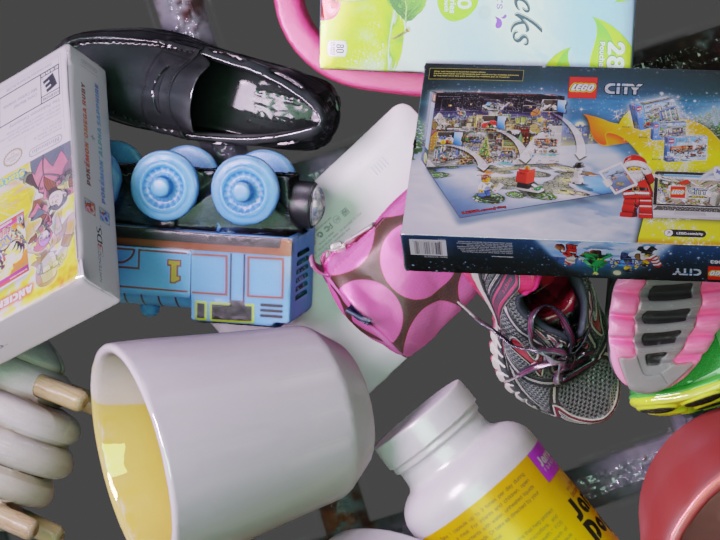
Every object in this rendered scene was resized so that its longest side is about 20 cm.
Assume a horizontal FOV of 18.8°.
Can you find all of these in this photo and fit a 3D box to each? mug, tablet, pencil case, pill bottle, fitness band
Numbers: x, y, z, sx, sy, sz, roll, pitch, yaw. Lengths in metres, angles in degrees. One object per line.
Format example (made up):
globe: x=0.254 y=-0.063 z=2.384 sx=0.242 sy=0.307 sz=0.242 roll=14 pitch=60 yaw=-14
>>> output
mug: x=-0.083 y=0.104 z=1.399 sx=0.152 sy=0.186 sz=0.150 roll=-14 pitch=91 yaw=-22
tablet: x=0.000 y=0.000 z=1.465 sx=0.200 sy=0.014 sz=0.130 roll=-43 pitch=90 yaw=8
pencil case: x=0.064 y=-0.038 z=1.404 sx=0.200 sy=0.091 sz=0.094 roll=-44 pitch=99 yaw=-2
pill bottle: x=0.099 y=0.171 z=1.424 sx=0.104 sy=0.104 sz=0.200 roll=-39 pitch=91 yaw=8
fitness band: x=0.041 y=-0.187 z=1.432 sx=0.199 sy=0.037 sz=0.145 roll=6 pitch=96 yaw=6

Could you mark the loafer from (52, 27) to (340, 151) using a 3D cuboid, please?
loafer: x=-0.111 y=-0.121 z=1.436 sx=0.199 sy=0.070 sz=0.068 roll=12 pitch=96 yaw=5

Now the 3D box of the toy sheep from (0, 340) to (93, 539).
toy sheep: x=-0.244 y=0.104 z=1.444 sx=0.137 sy=0.138 sz=0.201 roll=22 pitch=82 yaw=3

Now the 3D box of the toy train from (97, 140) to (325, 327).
toy train: x=-0.122 y=-0.024 z=1.434 sx=0.199 sy=0.087 sz=0.115 roll=4 pitch=97 yaw=10

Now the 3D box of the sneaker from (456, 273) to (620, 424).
sneaker: x=0.120 y=0.039 z=1.385 sx=0.081 sy=0.075 sz=0.200 roll=-38 pitch=134 yaw=-4

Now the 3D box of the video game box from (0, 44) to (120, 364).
video game box: x=-0.243 y=-0.024 z=1.395 sx=0.199 sy=0.047 sz=0.183 roll=-26 pitch=51 yaw=26

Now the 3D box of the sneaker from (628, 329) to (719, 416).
sneaker: x=0.256 y=0.026 z=1.420 sx=0.200 sy=0.074 sz=0.084 roll=-35 pitch=74 yaw=5

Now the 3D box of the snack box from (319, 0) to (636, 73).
snack box: x=0.076 y=-0.208 z=1.375 sx=0.199 sy=0.068 sz=0.170 roll=2 pitch=97 yaw=4

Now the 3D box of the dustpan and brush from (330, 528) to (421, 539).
dustpan and brush: x=-0.021 y=0.217 z=1.455 sx=0.199 sy=0.057 sz=0.140 roll=19 pitch=140 yaw=34

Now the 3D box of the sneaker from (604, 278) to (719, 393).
sneaker: x=0.188 y=-0.021 z=1.403 sx=0.079 sy=0.095 sz=0.201 roll=8 pitch=86 yaw=-14

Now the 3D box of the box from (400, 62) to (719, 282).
box: x=0.130 y=-0.060 z=1.309 sx=0.199 sy=0.038 sz=0.137 roll=3 pitch=53 yaw=9

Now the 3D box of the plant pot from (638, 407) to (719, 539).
plant pot: x=0.259 y=0.175 z=1.359 sx=0.199 sy=0.177 sz=0.202 roll=-1 pitch=103 yaw=-5
